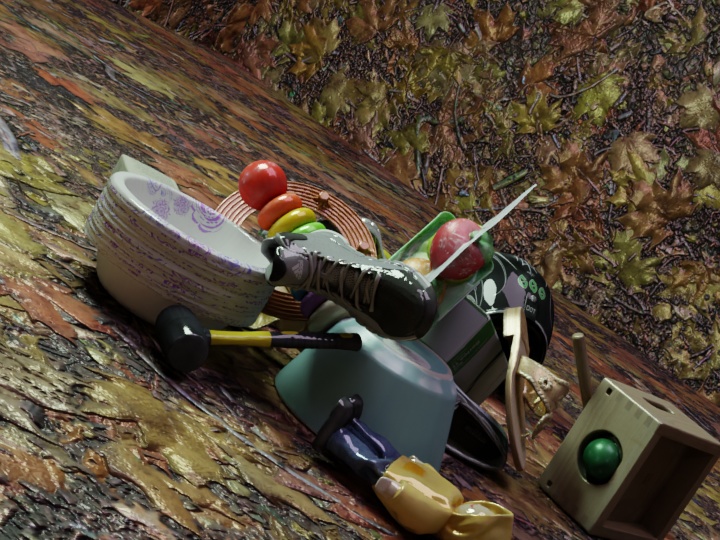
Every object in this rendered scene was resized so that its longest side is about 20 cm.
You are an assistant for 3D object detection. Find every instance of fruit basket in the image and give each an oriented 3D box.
[{"bbox_3d":[0.096,-0.003,1.337,0.094,0.185,0.200,51,-25,-4],"label":"fruit basket"}]

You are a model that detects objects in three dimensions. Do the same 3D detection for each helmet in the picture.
[{"bbox_3d":[0.192,0.069,1.839,0.199,0.201,0.191,28,28,-18],"label":"helmet"}]

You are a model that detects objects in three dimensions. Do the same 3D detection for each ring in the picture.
[{"bbox_3d":[-0.076,-0.029,1.401,0.198,0.019,0.202,9,51,-11],"label":"ring"}]

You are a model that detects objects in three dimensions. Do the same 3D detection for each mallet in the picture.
[{"bbox_3d":[-0.091,0.069,1.157,0.198,0.042,0.066,6,23,-16],"label":"mallet"}]

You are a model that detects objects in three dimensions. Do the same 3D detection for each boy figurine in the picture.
[{"bbox_3d":[0.049,0.195,1.123,0.199,0.065,0.124,34,9,19],"label":"boy figurine"}]

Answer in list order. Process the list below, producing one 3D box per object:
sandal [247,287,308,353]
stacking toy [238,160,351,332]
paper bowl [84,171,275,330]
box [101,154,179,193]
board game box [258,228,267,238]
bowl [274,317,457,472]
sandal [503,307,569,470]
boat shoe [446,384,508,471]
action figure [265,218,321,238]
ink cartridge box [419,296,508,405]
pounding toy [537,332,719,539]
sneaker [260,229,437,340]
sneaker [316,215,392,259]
[{"bbox_3d":[-0.111,0.034,1.383,0.211,0.078,0.069,38,27,23],"label":"sandal"},{"bbox_3d":[-0.066,-0.031,1.331,0.201,0.085,0.085,57,17,14],"label":"stacking toy"},{"bbox_3d":[-0.187,-0.007,1.257,0.199,0.105,0.201,31,11,-6],"label":"paper bowl"},{"bbox_3d":[-0.248,-0.063,1.441,0.082,0.069,0.200,27,12,-24],"label":"box"},{"bbox_3d":[-0.044,-0.012,1.761,0.200,0.062,0.200,39,4,32],"label":"board game box"},{"bbox_3d":[0.021,0.120,1.280,0.199,0.106,0.201,30,10,-6],"label":"bowl"},{"bbox_3d":[0.208,0.129,1.446,0.078,0.069,0.213,64,22,-47],"label":"sandal"},{"bbox_3d":[0.093,0.156,1.407,0.199,0.072,0.071,33,6,-9],"label":"boat shoe"},{"bbox_3d":[-0.100,-0.015,1.532,0.102,0.119,0.200,36,15,-11],"label":"action figure"},{"bbox_3d":[0.099,0.077,1.528,0.146,0.083,0.200,42,-8,27],"label":"ink cartridge box"},{"bbox_3d":[0.309,0.208,1.493,0.199,0.185,0.142,22,14,-43],"label":"pounding toy"},{"bbox_3d":[-0.027,0.013,1.179,0.115,0.076,0.199,6,14,-43],"label":"sneaker"},{"bbox_3d":[0.000,0.000,1.526,0.074,0.086,0.200,-11,-27,22],"label":"sneaker"}]
